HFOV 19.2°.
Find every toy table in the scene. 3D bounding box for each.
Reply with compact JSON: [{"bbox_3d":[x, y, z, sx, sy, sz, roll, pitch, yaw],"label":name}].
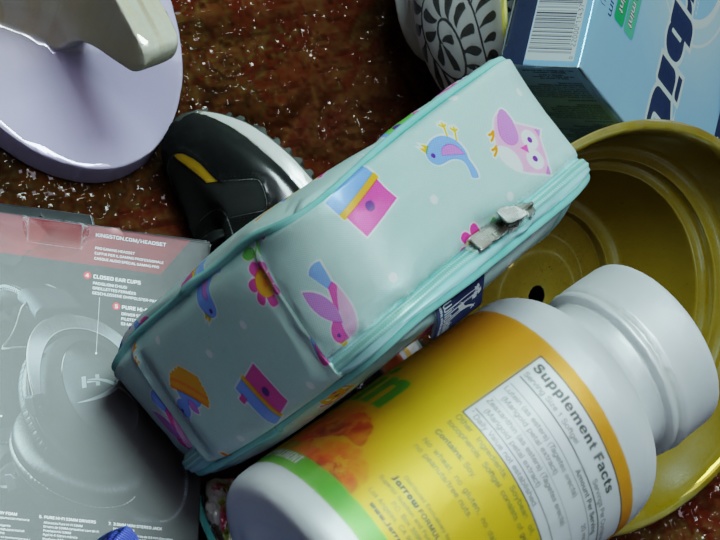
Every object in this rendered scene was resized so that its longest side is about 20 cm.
[{"bbox_3d":[-0.145,-0.154,1.008,0.184,0.117,0.200,-37,84,-28],"label":"toy table"}]

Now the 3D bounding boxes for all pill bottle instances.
[{"bbox_3d":[0.052,0.081,0.893,0.199,0.111,0.111,-33,83,-25],"label":"pill bottle"}]

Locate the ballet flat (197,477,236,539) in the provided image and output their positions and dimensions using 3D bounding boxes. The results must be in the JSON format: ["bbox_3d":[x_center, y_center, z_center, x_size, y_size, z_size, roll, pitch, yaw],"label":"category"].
[{"bbox_3d":[-0.004,0.174,0.947,0.064,0.076,0.201,-26,92,7],"label":"ballet flat"}]

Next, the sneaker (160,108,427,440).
[{"bbox_3d":[-0.044,0.017,1.003,0.090,0.070,0.201,-35,86,-31],"label":"sneaker"}]

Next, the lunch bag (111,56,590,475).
[{"bbox_3d":[0.000,0.000,0.876,0.160,0.200,0.077,-34,89,-39],"label":"lunch bag"}]

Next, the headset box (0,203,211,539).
[{"bbox_3d":[-0.148,0.063,0.944,0.148,0.077,0.201,7,67,-18],"label":"headset box"}]

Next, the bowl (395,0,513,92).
[{"bbox_3d":[0.078,-0.147,1.080,0.200,0.094,0.202,-13,105,-58],"label":"bowl"}]

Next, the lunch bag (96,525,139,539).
[{"bbox_3d":[-0.111,0.214,0.861,0.200,0.094,0.151,-44,103,-21],"label":"lunch bag"}]

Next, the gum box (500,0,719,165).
[{"bbox_3d":[0.143,-0.135,1.057,0.044,0.200,0.171,5,71,29],"label":"gum box"}]

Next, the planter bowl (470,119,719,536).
[{"bbox_3d":[0.105,0.020,1.029,0.199,0.083,0.202,-9,108,-31],"label":"planter bowl"}]
